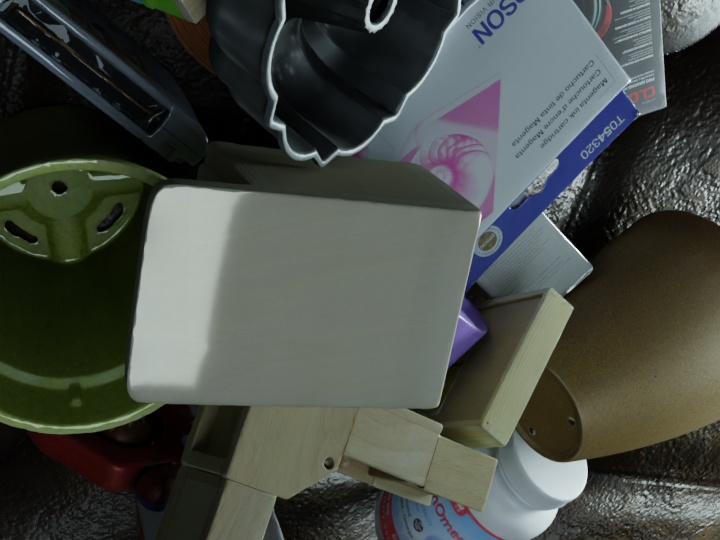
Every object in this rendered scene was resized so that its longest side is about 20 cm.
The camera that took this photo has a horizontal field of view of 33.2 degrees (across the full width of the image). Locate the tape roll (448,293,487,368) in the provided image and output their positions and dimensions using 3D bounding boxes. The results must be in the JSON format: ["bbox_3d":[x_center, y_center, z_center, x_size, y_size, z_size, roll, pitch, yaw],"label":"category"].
[{"bbox_3d":[0.000,0.000,0.917,0.085,0.200,0.200,-42,124,8],"label":"tape roll"}]

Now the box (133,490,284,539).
[{"bbox_3d":[-0.128,0.239,1.012,0.105,0.200,0.154,-9,121,-13],"label":"box"}]

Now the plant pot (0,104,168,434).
[{"bbox_3d":[-0.203,-0.022,0.842,0.198,0.185,0.202,-8,121,-14],"label":"plant pot"}]

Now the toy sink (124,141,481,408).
[{"bbox_3d":[-0.047,0.000,0.731,0.198,0.112,0.132,3,110,-23],"label":"toy sink"}]

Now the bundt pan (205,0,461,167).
[{"bbox_3d":[-0.016,-0.167,0.700,0.202,0.075,0.203,-45,153,-31],"label":"bundt pan"}]

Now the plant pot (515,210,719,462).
[{"bbox_3d":[0.218,0.074,1.004,0.199,0.186,0.188,-27,128,-31],"label":"plant pot"}]

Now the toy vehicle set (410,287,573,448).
[{"bbox_3d":[0.073,0.083,0.954,0.026,0.199,0.125,40,65,-18],"label":"toy vehicle set"}]

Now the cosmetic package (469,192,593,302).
[{"bbox_3d":[0.085,-0.057,0.966,0.081,0.113,0.200,-42,125,7],"label":"cosmetic package"}]

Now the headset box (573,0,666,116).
[{"bbox_3d":[0.152,-0.187,0.933,0.147,0.075,0.202,-18,123,-9],"label":"headset box"}]

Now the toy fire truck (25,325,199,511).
[{"bbox_3d":[-0.156,0.115,0.933,0.199,0.168,0.113,-2,123,-44],"label":"toy fire truck"}]

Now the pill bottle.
[{"bbox_3d":[0.107,0.201,1.080,0.108,0.110,0.200,18,141,-27],"label":"pill bottle"}]

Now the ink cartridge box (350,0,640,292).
[{"bbox_3d":[0.094,-0.097,0.853,0.196,0.043,0.200,-46,125,4],"label":"ink cartridge box"}]

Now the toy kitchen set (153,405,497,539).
[{"bbox_3d":[-0.047,0.175,0.858,0.199,0.163,0.182,25,76,-27],"label":"toy kitchen set"}]

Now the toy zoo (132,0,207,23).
[{"bbox_3d":[-0.129,-0.227,0.751,0.132,0.199,0.021,-51,141,-16],"label":"toy zoo"}]

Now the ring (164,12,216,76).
[{"bbox_3d":[-0.051,-0.225,0.876,0.198,0.019,0.202,-9,122,-15],"label":"ring"}]

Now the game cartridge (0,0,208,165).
[{"bbox_3d":[-0.191,-0.155,0.799,0.042,0.133,0.200,-45,124,11],"label":"game cartridge"}]
